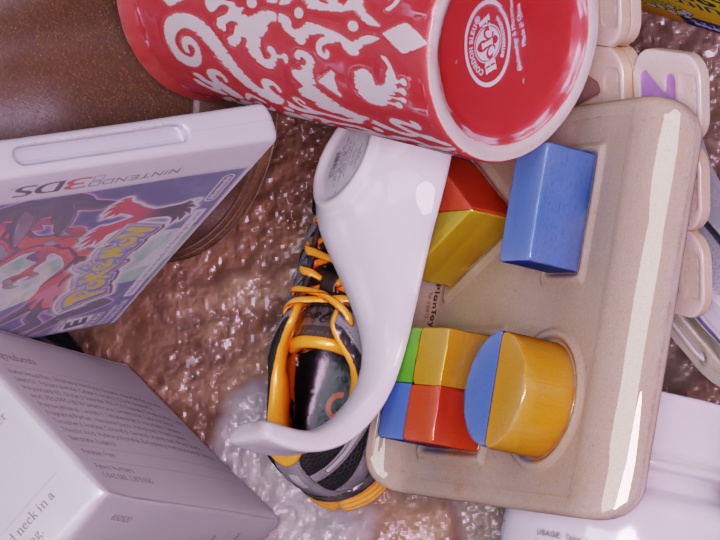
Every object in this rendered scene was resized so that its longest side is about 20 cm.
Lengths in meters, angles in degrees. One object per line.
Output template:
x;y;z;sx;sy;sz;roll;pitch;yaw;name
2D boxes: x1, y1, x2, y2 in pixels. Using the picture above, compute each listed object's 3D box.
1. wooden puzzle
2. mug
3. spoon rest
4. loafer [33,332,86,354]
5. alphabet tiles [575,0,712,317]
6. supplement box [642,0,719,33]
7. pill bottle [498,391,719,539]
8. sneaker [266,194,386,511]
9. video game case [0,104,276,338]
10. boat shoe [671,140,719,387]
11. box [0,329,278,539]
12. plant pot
0.065;0.014;1.143;0.200;0.046;0.186;0;78;58;wooden puzzle
-0.011;-0.133;1.123;0.200;0.178;0.134;22;74;44;mug
0.000;0.000;1.188;0.099;0.060;0.201;-12;54;60;spoon rest
-0.213;-0.009;1.357;0.200;0.072;0.063;38;92;28;loafer
0.100;-0.049;1.181;0.195;0.015;0.201;17;113;58;alphabet tiles
0.150;-0.188;1.157;0.109;0.200;0.109;21;87;25;supplement box
0.115;0.156;1.157;0.113;0.113;0.201;9;84;25;pill bottle
-0.005;0.018;1.256;0.078;0.077;0.201;1;79;26;sneaker
-0.157;-0.011;1.162;0.200;0.182;0.023;-44;63;51;video game case
0.140;-0.027;1.206;0.200;0.072;0.062;61;148;32;boat shoe
-0.180;0.147;1.240;0.131;0.200;0.199;44;99;22;box
-0.179;-0.087;1.248;0.200;0.198;0.201;11;107;40;plant pot
